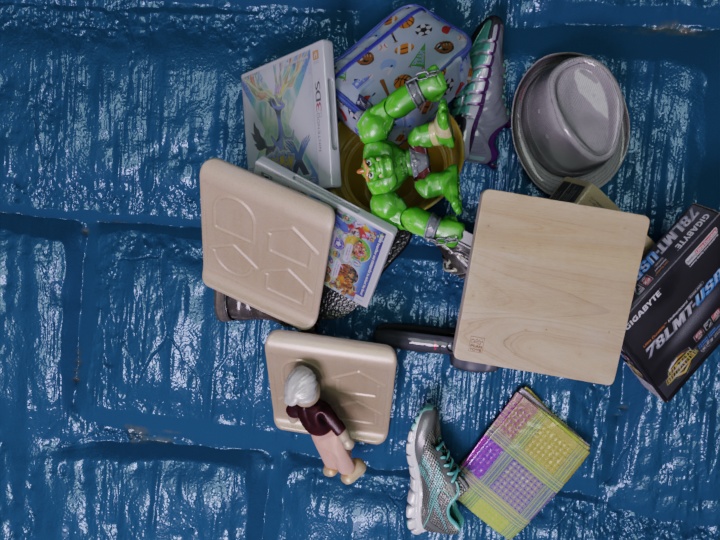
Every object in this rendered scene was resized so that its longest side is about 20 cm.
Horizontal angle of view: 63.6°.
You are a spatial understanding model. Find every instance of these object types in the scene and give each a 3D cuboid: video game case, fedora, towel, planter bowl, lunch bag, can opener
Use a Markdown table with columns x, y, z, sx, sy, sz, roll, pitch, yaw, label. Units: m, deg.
| x | y | z | sx | sy | sz | roll | pitch | yaw | label |
| --- | --- | --- | --- | --- | --- | --- | --- | --- | --- |
| -0.102 | -0.202 | 0.815 | 0.197 | 0.022 | 0.188 | 1 | 96 | 47 | video game case |
| -0.058 | -0.046 | 0.762 | 0.197 | 0.018 | 0.145 | 29 | 136 | 8 | video game case |
| 0.301 | -0.208 | 0.799 | 0.172 | 0.090 | 0.206 | -13 | 92 | -1 | fedora |
| 0.239 | 0.296 | 0.883 | 0.143 | 0.023 | 0.202 | 37 | 97 | 1 | towel |
| 0.049 | -0.141 | 0.821 | 0.194 | 0.084 | 0.205 | -4 | 64 | 8 | planter bowl |
| 0.045 | -0.268 | 0.795 | 0.199 | 0.076 | 0.160 | -40 | 62 | -10 | lunch bag |
| 0.115 | 0.106 | 0.859 | 0.194 | 0.063 | 0.081 | 8 | 95 | 4 | can opener |

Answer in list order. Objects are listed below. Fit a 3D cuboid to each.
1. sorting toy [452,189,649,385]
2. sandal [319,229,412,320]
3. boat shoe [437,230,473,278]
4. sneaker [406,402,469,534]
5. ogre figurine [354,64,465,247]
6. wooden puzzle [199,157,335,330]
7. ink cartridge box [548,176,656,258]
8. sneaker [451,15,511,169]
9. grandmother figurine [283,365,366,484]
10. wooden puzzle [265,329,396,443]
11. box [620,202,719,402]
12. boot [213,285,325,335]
| x | y | z | sx | sy | sz | roll | pitch | yaw | label |
| --- | --- | --- | --- | --- | --- | --- | --- | --- | --- |
| 0.222 | 0.017 | 0.711 | 0.194 | 0.070 | 0.205 | 9 | 98 | 0 | sorting toy |
| 0.001 | 0.000 | 0.867 | 0.200 | 0.048 | 0.076 | -43 | 81 | 6 | sandal |
| 0.152 | -0.021 | 0.843 | 0.197 | 0.071 | 0.065 | 29 | 95 | 1 | boat shoe |
| 0.118 | 0.297 | 0.858 | 0.089 | 0.077 | 0.206 | 3 | 103 | 26 | sneaker |
| 0.059 | -0.128 | 0.705 | 0.117 | 0.099 | 0.204 | -7 | 118 | 17 | ogre figurine |
| -0.124 | -0.035 | 0.767 | 0.181 | 0.047 | 0.203 | 23 | 131 | 9 | wooden puzzle |
| 0.314 | 0.000 | 0.800 | 0.198 | 0.075 | 0.166 | 36 | 97 | -19 | ink cartridge box |
| 0.184 | -0.253 | 0.836 | 0.085 | 0.074 | 0.205 | 12 | 97 | -21 | sneaker |
| -0.058 | 0.214 | 0.818 | 0.118 | 0.061 | 0.203 | 2 | 129 | 28 | grandmother figurine |
| -0.042 | 0.166 | 0.852 | 0.180 | 0.047 | 0.204 | 7 | 130 | 4 | wooden puzzle |
| 0.427 | 0.050 | 0.779 | 0.201 | 0.050 | 0.198 | -47 | 124 | 1 | box |
| -0.128 | -0.006 | 0.855 | 0.169 | 0.069 | 0.206 | 1 | 95 | 16 | boot |
